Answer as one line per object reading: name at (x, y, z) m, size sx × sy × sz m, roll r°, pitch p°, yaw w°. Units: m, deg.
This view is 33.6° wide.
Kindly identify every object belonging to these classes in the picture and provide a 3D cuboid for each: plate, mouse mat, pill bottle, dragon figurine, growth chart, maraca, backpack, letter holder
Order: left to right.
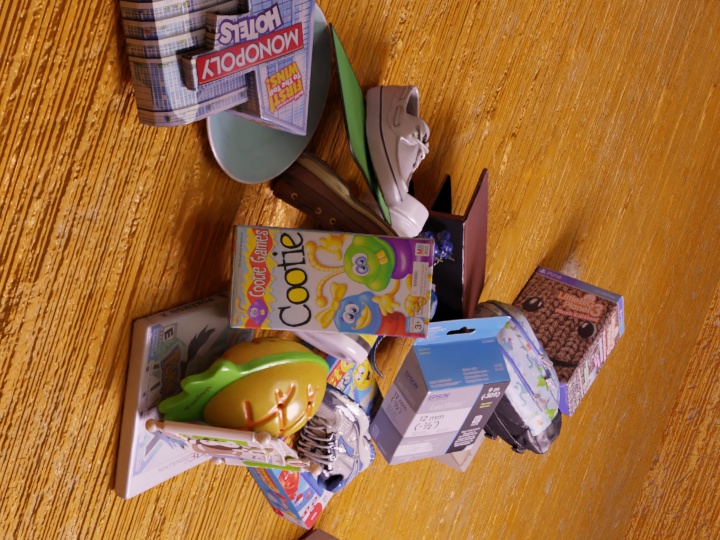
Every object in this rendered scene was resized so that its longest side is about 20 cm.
growth chart at (-0.133, 0.183, 1.243) m, size 0.200 × 0.144 × 0.018 m, roll 55°, pitch 39°, yaw -67°
maraca at (-0.119, 0.127, 1.257) m, size 0.200 × 0.107 × 0.137 m, roll 2°, pitch 140°, yaw -46°
plate at (-0.096, -0.186, 1.210) m, size 0.200 × 0.026 × 0.201 m, roll -39°, pitch 139°, yaw -43°
pill bottle at (0.000, 0.000, 1.410) m, size 0.200 × 0.111 × 0.111 m, roll -61°, pitch 150°, yaw -12°
mouse mat at (0.001, -0.154, 1.300) m, size 0.200 × 0.007 × 0.162 m, roll 62°, pitch 17°, yaw -62°
dragon figurine at (0.054, 0.040, 1.477) m, size 0.059 × 0.099 × 0.201 m, roll 17°, pitch 88°, yaw -35°
letter holder at (0.108, -0.031, 1.585) m, size 0.142 × 0.100 × 0.201 m, roll -61°, pitch 155°, yaw -48°
backpack at (0.193, 0.140, 1.675) m, size 0.200 × 0.163 × 0.154 m, roll 43°, pitch 79°, yaw -28°

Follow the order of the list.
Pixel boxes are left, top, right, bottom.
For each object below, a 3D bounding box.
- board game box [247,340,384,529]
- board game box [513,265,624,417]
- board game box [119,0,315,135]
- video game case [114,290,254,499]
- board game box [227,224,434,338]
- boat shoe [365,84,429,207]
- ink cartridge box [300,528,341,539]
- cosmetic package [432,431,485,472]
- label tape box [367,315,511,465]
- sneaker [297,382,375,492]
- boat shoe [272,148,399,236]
board game box at (-0.057, 0.194, 1.502) m, size 0.200 × 0.056 × 0.196 m, roll -54°, pitch 149°, yaw -23°
board game box at (0.324, 0.115, 1.989) m, size 0.200 × 0.159 × 0.097 m, roll -52°, pitch 147°, yaw -28°
board game box at (-0.114, -0.205, 1.085) m, size 0.200 × 0.062 × 0.201 m, roll -31°, pitch 126°, yaw -40°
video game case at (-0.183, 0.127, 1.277) m, size 0.182 × 0.022 × 0.201 m, roll -19°, pitch 125°, yaw -54°
board game box at (-0.034, 0.011, 1.230) m, size 0.105 × 0.199 × 0.103 m, roll -166°, pitch -100°, yaw -82°
boat shoe at (0.046, -0.145, 1.331) m, size 0.200 × 0.065 × 0.072 m, roll -90°, pitch 164°, yaw -55°
ink cartridge box at (-0.056, 0.489, 1.612) m, size 0.145 × 0.144 × 0.201 m, roll -29°, pitch 134°, yaw -49°
cosmetic package at (0.131, 0.217, 1.822) m, size 0.104 × 0.073 × 0.200 m, roll -58°, pitch 149°, yaw -18°
label tape box at (0.113, 0.154, 1.538) m, size 0.143 × 0.066 × 0.200 m, roll -3°, pitch 134°, yaw -36°
sneaker at (-0.036, 0.202, 1.410) m, size 0.085 × 0.077 × 0.200 m, roll -49°, pitch 146°, yaw -23°
boat shoe at (-0.013, -0.045, 1.320) m, size 0.068 × 0.200 × 0.072 m, roll -47°, pitch -168°, yaw -3°
